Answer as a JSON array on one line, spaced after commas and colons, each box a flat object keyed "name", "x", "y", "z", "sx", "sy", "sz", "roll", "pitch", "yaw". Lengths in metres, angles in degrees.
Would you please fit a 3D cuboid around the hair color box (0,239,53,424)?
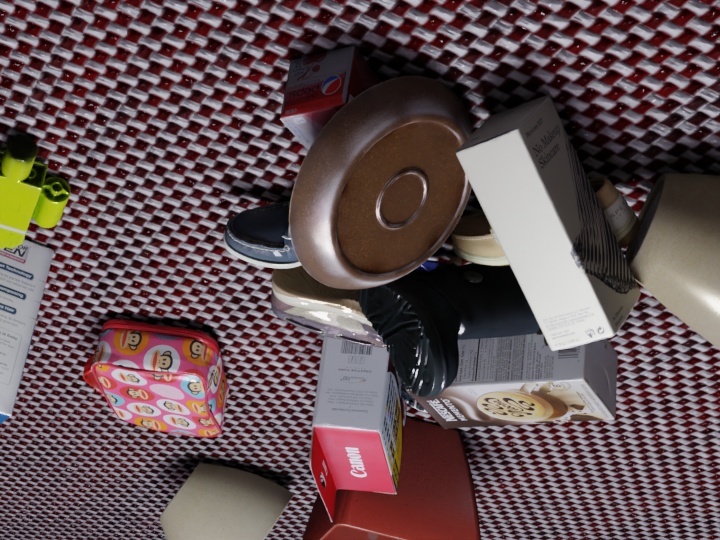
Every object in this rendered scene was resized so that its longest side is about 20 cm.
[{"name": "hair color box", "x": -0.408, "y": 0.058, "z": 1.478, "sx": 0.099, "sy": 0.203, "sz": 0.060, "roll": 23, "pitch": 149, "yaw": -25}]

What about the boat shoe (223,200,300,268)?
[{"name": "boat shoe", "x": -0.037, "y": -0.042, "z": 1.333, "sx": 0.197, "sy": 0.076, "sz": 0.062, "roll": 5, "pitch": 153, "yaw": 4}]

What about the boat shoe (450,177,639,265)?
[{"name": "boat shoe", "x": 0.163, "y": -0.053, "z": 1.276, "sx": 0.198, "sy": 0.074, "sz": 0.067, "roll": -7, "pitch": 126, "yaw": 38}]

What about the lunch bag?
[{"name": "lunch bag", "x": -0.258, "y": 0.137, "z": 1.706, "sx": 0.173, "sy": 0.083, "sz": 0.201, "roll": 7, "pitch": 152, "yaw": 4}]

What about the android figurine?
[{"name": "android figurine", "x": -0.389, "y": -0.083, "z": 1.387, "sx": 0.180, "sy": 0.042, "sz": 0.200, "roll": 16, "pitch": 148, "yaw": -15}]

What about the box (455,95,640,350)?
[{"name": "box", "x": 0.164, "y": -0.040, "z": 1.178, "sx": 0.068, "sy": 0.082, "sz": 0.202, "roll": -16, "pitch": 109, "yaw": 37}]

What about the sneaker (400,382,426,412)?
[{"name": "sneaker", "x": 0.145, "y": 0.144, "z": 1.620, "sx": 0.197, "sy": 0.079, "sz": 0.086, "roll": -5, "pitch": 152, "yaw": 23}]

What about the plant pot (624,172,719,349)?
[{"name": "plant pot", "x": 0.344, "y": -0.007, "z": 1.216, "sx": 0.198, "sy": 0.189, "sz": 0.188, "roll": 23, "pitch": 151, "yaw": 2}]

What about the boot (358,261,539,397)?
[{"name": "boot", "x": 0.103, "y": 0.044, "z": 1.290, "sx": 0.166, "sy": 0.200, "sz": 0.078, "roll": -3, "pitch": 116, "yaw": -18}]

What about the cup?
[{"name": "cup", "x": -0.215, "y": 0.372, "z": 2.035, "sx": 0.143, "sy": 0.201, "sz": 0.201, "roll": 36, "pitch": 149, "yaw": 1}]

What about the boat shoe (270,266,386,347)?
[{"name": "boat shoe", "x": 0.003, "y": 0.043, "z": 1.385, "sx": 0.197, "sy": 0.073, "sz": 0.065, "roll": 14, "pitch": 141, "yaw": -4}]

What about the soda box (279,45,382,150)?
[{"name": "soda box", "x": 0.008, "y": -0.110, "z": 1.212, "sx": 0.069, "sy": 0.064, "sz": 0.200, "roll": -9, "pitch": 146, "yaw": 28}]

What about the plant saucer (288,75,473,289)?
[{"name": "plant saucer", "x": 0.029, "y": -0.067, "z": 1.171, "sx": 0.032, "sy": 0.201, "sz": 0.200, "roll": 37, "pitch": 175, "yaw": 42}]

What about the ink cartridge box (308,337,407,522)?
[{"name": "ink cartridge box", "x": 0.000, "y": 0.189, "z": 1.632, "sx": 0.082, "sy": 0.178, "sz": 0.201, "roll": 3, "pitch": 152, "yaw": 10}]

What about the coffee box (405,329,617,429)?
[{"name": "coffee box", "x": 0.161, "y": 0.108, "z": 1.446, "sx": 0.197, "sy": 0.081, "sz": 0.113, "roll": -6, "pitch": 150, "yaw": 27}]

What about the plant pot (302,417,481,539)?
[{"name": "plant pot", "x": 0.044, "y": 0.301, "z": 1.821, "sx": 0.197, "sy": 0.179, "sz": 0.200, "roll": 15, "pitch": 152, "yaw": -13}]

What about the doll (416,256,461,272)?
[{"name": "doll", "x": 0.000, "y": 0.000, "z": 1.425, "sx": 0.197, "sy": 0.049, "sz": 0.137, "roll": 12, "pitch": 148, "yaw": -7}]
